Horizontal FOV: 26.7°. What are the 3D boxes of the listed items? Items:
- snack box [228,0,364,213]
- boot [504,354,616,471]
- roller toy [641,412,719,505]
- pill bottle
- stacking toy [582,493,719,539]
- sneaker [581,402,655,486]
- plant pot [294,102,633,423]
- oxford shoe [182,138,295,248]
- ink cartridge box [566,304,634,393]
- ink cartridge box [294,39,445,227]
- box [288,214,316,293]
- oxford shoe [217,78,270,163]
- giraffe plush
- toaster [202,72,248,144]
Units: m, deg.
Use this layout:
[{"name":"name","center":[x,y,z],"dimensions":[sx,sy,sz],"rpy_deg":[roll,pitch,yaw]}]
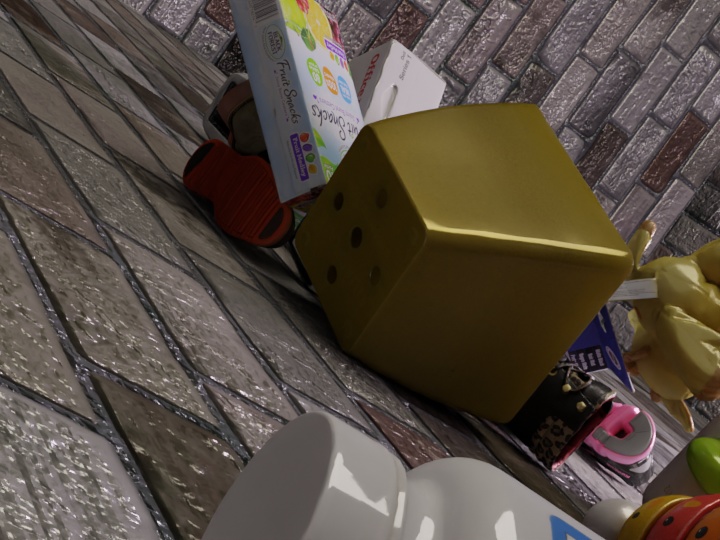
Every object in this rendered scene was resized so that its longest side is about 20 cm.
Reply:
[{"name":"snack box","center":[-0.046,-0.149,1.355],"dimensions":[0.142,0.053,0.201],"rpy_deg":[16,58,-66]},{"name":"boot","center":[0.165,0.066,1.338],"dimensions":[0.151,0.201,0.073],"rpy_deg":[45,27,22]},{"name":"roller toy","center":[0.340,0.225,1.300],"dimensions":[0.200,0.140,0.182],"rpy_deg":[44,15,6]},{"name":"pill bottle","center":[0.045,0.130,0.490],"dimensions":[0.199,0.113,0.112],"rpy_deg":[35,6,-17]},{"name":"stacking toy","center":[0.222,0.202,1.044],"dimensions":[0.146,0.147,0.199],"rpy_deg":[32,-11,-34]},{"name":"sneaker","center":[0.247,0.165,1.647],"dimensions":[0.200,0.079,0.096],"rpy_deg":[43,-13,45]},{"name":"plant pot","center":[0.066,-0.017,1.242],"dimensions":[0.175,0.200,0.201],"rpy_deg":[8,41,-36]},{"name":"oxford shoe","center":[-0.095,-0.062,1.382],"dimensions":[0.072,0.071,0.200],"rpy_deg":[38,4,-33]},{"name":"ink cartridge box","center":[0.185,0.006,1.476],"dimensions":[0.200,0.040,0.200],"rpy_deg":[59,-4,49]},{"name":"ink cartridge box","center":[-0.018,-0.136,1.585],"dimensions":[0.084,0.147,0.199],"rpy_deg":[35,-30,-28]},{"name":"box","center":[0.000,0.000,1.472],"dimensions":[0.116,0.060,0.200],"rpy_deg":[35,7,-15]},{"name":"oxford shoe","center":[-0.084,-0.116,1.444],"dimensions":[0.074,0.071,0.200],"rpy_deg":[57,4,14]},{"name":"giraffe plush","center":[0.305,0.063,1.380],"dimensions":[0.198,0.174,0.163],"rpy_deg":[8,-30,8]},{"name":"toaster","center":[-0.111,-0.170,1.898],"dimensions":[0.129,0.114,0.200],"rpy_deg":[29,11,-33]}]
